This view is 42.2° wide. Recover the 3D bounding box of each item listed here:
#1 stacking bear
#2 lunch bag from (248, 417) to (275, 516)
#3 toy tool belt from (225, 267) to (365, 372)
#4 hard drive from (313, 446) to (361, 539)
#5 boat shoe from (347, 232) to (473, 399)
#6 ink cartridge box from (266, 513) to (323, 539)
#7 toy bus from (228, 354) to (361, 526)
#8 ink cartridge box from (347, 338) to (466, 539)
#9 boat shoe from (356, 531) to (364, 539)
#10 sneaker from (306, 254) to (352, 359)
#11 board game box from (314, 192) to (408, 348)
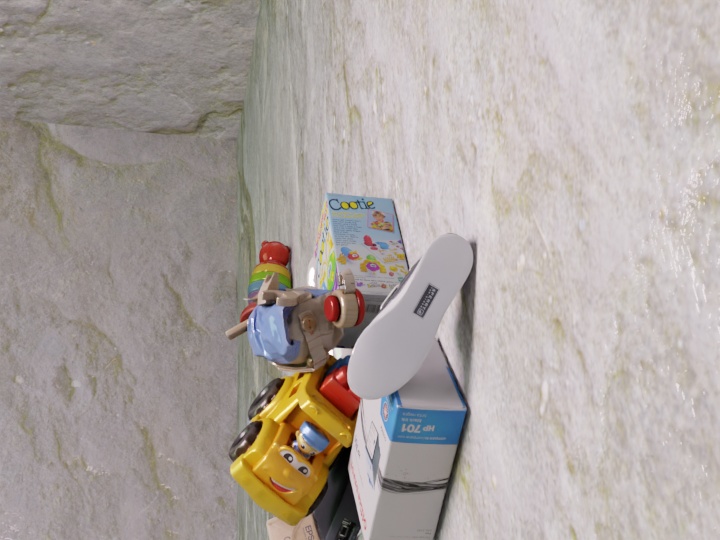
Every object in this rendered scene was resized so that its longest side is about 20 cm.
[{"bbox_3d":[-0.213,0.025,2.224,0.114,0.119,0.204,112,164,-59],"label":"stacking bear"},{"bbox_3d":[-0.102,0.355,1.616,0.171,0.125,0.202,-106,-6,-55],"label":"lunch bag"},{"bbox_3d":[-0.088,0.065,1.168,0.199,0.121,0.128,-25,71,61],"label":"toy tool belt"},{"bbox_3d":[-0.007,0.272,1.274,0.135,0.042,0.203,-148,80,-76],"label":"hard drive"},{"bbox_3d":[0.051,0.050,1.010,0.202,0.071,0.068,-59,1,-7],"label":"boat shoe"},{"bbox_3d":[-0.062,0.465,1.329,0.166,0.074,0.202,73,177,-53],"label":"ink cartridge box"},{"bbox_3d":[-0.055,0.195,1.202,0.192,0.135,0.201,-43,11,29],"label":"toy bus"},{"bbox_3d":[0.049,0.197,1.078,0.147,0.084,0.204,-111,29,-60],"label":"ink cartridge box"},{"bbox_3d":[0.012,0.378,1.241,0.201,0.071,0.070,104,-174,-62],"label":"boat shoe"},{"bbox_3d":[-0.018,0.069,1.383,0.075,0.087,0.204,-15,-89,-61],"label":"sneaker"},{"bbox_3d":[0.000,0.000,1.293,0.202,0.103,0.104,-100,19,-46],"label":"board game box"}]
